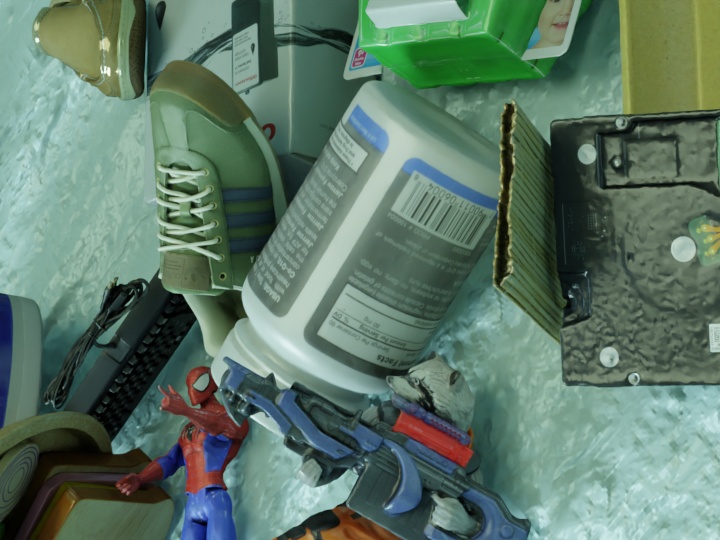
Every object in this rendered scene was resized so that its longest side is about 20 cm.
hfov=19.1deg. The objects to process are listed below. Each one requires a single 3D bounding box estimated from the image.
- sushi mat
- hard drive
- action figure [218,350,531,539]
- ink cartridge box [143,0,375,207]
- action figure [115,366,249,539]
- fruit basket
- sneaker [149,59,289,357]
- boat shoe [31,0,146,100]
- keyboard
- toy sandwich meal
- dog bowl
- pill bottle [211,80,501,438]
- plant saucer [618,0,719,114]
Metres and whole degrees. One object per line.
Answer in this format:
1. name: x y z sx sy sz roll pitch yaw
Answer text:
1. sushi mat: 0.101 -0.015 1.127 0.012 0.200 0.097 -2 76 18
2. hard drive: 0.196 -0.013 1.074 0.198 0.038 0.141 -3 93 26
3. action figure: -0.010 0.123 1.235 0.194 0.199 0.105 -52 3 9
4. ink cartridge box: -0.066 -0.141 1.396 0.146 0.083 0.202 -16 67 41
5. action figure: -0.113 0.151 1.348 0.065 0.099 0.202 -20 62 37
6. fruit basket: 0.072 -0.214 1.281 0.184 0.093 0.202 0 75 44
7. sneaker: -0.090 -0.026 1.298 0.067 0.201 0.090 11 54 27
8. boat shoe: -0.187 -0.158 1.467 0.200 0.075 0.072 -134 49 -75
9. keyboard: -0.151 0.052 1.395 0.021 0.127 0.201 42 110 23
10. toy sandwich meal: -0.209 0.179 1.361 0.070 0.205 0.206 35 103 26
11. dog bowl: -0.279 0.111 1.473 0.200 0.078 0.202 -169 90 -72
12. pill bottle: 0.000 0.000 1.268 0.114 0.113 0.201 45 109 42
13. plant saucer: 0.231 -0.164 1.141 0.199 0.048 0.202 -15 67 41
